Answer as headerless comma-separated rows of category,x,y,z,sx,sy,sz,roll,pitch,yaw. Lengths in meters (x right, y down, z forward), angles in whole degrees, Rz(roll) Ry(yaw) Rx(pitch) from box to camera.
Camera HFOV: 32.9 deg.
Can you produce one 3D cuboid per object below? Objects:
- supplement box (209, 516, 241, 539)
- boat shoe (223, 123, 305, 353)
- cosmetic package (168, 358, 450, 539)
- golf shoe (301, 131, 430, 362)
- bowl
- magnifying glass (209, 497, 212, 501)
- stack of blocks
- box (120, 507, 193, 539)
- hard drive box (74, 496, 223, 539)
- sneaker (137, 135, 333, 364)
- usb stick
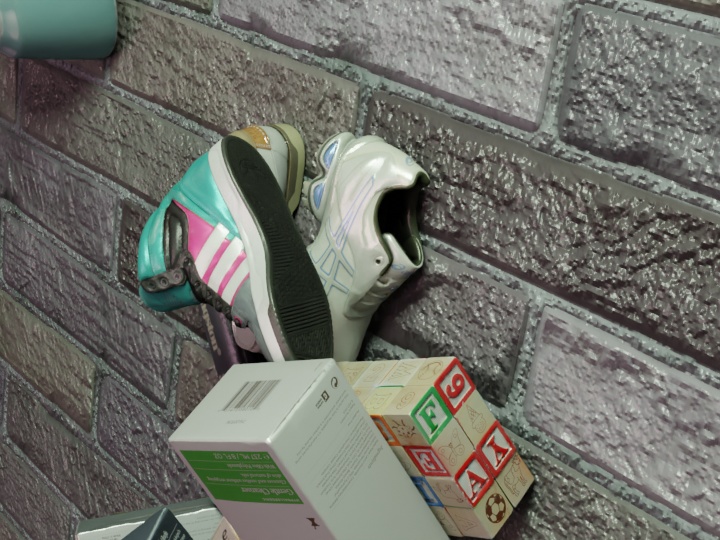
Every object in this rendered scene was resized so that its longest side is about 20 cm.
supplement box,-0.021,0.273,0.947,0.200,0.126,0.074,53,133,29
boat shoe,-0.096,-0.024,1.030,0.075,0.068,0.200,18,110,47
cosmetic package,-0.025,0.161,0.838,0.108,0.085,0.200,-9,121,44
golf shoe,0.000,0.000,0.920,0.097,0.078,0.200,24,115,39
bowl,-0.332,-0.288,1.193,0.201,0.105,0.201,42,146,38
magnifying glass,-0.076,0.120,1.030,0.200,0.022,0.080,-55,43,20
stack of blocks,0.014,0.127,0.894,0.200,0.059,0.115,-7,123,50
box,-0.160,0.321,0.981,0.200,0.148,0.107,52,-179,-3
hard drive box,-0.161,0.312,1.085,0.077,0.156,0.200,164,98,-79
sneaker,-0.103,0.013,0.903,0.121,0.084,0.200,-33,66,27
usb stick,-0.127,0.031,1.104,0.055,0.033,0.200,-29,74,47
